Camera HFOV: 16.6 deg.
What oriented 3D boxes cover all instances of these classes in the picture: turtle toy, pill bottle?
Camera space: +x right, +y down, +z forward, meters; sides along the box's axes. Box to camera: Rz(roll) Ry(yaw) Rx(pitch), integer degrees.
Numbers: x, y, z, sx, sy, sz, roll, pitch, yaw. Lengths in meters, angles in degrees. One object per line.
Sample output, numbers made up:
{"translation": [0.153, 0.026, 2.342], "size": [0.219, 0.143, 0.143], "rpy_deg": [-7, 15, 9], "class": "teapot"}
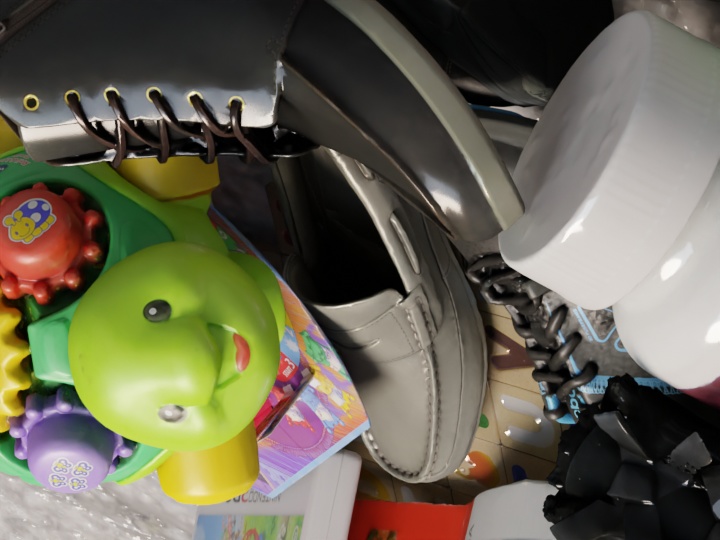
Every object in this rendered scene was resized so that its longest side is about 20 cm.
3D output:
{"translation": [-0.094, 0.019, 0.857], "size": [0.200, 0.101, 0.146], "rpy_deg": [2, 104, 46], "class": "turtle toy"}
{"translation": [0.151, 0.003, 0.793], "size": [0.200, 0.110, 0.110], "rpy_deg": [27, 146, -14], "class": "pill bottle"}

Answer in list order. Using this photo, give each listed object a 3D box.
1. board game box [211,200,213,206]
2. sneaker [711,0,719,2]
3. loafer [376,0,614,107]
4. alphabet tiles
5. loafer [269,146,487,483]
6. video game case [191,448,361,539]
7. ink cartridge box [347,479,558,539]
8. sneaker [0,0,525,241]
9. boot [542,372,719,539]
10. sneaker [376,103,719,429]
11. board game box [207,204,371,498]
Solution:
{"translation": [-0.125, -0.020, 1.052], "size": [0.134, 0.034, 0.200], "rpy_deg": [15, 142, 20], "class": "board game box"}
{"translation": [0.158, -0.078, 0.734], "size": [0.200, 0.089, 0.077], "rpy_deg": [15, 142, 20], "class": "sneaker"}
{"translation": [-0.006, -0.122, 0.814], "size": [0.200, 0.073, 0.072], "rpy_deg": [47, 146, -20], "class": "loafer"}
{"translation": [0.028, 0.048, 0.999], "size": [0.200, 0.006, 0.167], "rpy_deg": [16, 132, 38], "class": "alphabet tiles"}
{"translation": [0.000, 0.000, 0.923], "size": [0.070, 0.070, 0.200], "rpy_deg": [14, 129, 39], "class": "loafer"}
{"translation": [-0.054, 0.177, 1.065], "size": [0.022, 0.200, 0.182], "rpy_deg": [13, 171, -16], "class": "video game case"}
{"translation": [0.038, 0.161, 0.940], "size": [0.200, 0.163, 0.057], "rpy_deg": [0, 160, 40], "class": "ink cartridge box"}
{"translation": [-0.045, -0.051, 0.798], "size": [0.200, 0.106, 0.075], "rpy_deg": [41, 172, 25], "class": "sneaker"}
{"translation": [0.158, 0.107, 0.819], "size": [0.162, 0.073, 0.198], "rpy_deg": [29, 180, 34], "class": "boot"}
{"translation": [0.081, 0.010, 0.866], "size": [0.200, 0.082, 0.073], "rpy_deg": [32, 168, -19], "class": "sneaker"}
{"translation": [-0.082, 0.031, 0.969], "size": [0.158, 0.039, 0.200], "rpy_deg": [47, 155, -1], "class": "board game box"}
